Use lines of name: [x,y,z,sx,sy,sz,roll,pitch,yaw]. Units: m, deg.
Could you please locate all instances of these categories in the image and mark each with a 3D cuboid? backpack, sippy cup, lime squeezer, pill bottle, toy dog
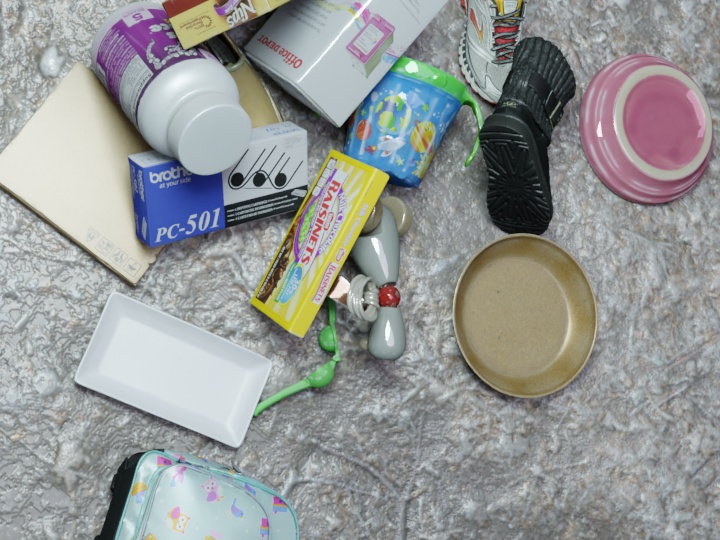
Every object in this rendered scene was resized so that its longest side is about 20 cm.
backpack: [-0.163,0.288,1.188,0.199,0.153,0.177,22,72,-23]
sippy cup: [0.042,-0.170,1.326,0.139,0.177,0.131,19,88,-53]
lime squeezer: [-0.054,0.090,1.314,0.070,0.038,0.201,22,76,16]
pill bottle: [-0.194,-0.188,1.183,0.112,0.113,0.200,-26,51,-20]
toy dog: [0.000,0.000,1.303,0.132,0.096,0.201,43,46,-44]

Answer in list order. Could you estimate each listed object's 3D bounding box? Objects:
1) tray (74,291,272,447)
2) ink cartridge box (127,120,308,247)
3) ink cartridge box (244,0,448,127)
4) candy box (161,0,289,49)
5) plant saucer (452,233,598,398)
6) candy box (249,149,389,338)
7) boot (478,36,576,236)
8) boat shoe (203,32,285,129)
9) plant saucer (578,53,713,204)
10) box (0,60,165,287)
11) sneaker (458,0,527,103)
tray: [-0.205,0.111,1.257,0.199,0.022,0.108,25,76,-15]
ink cartridge box: [-0.152,-0.097,1.251,0.199,0.044,0.095,-17,121,-29]
ink cartridge box: [-0.017,-0.276,1.269,0.200,0.144,0.085,-48,129,0]
candy box: [-0.104,-0.299,1.182,0.057,0.116,0.200,65,31,-15]
plant saucer: [0.198,0.056,1.401,0.199,0.035,0.202,3,83,-20]
candy box: [-0.047,-0.033,1.261,0.026,0.102,0.201,27,91,-38]
boot: [0.209,-0.158,1.376,0.079,0.212,0.158,11,54,21]
boat shoe: [-0.149,-0.218,1.284,0.072,0.076,0.200,-43,100,-20]
plant saucer: [0.384,-0.189,1.487,0.199,0.051,0.202,2,83,-20]
box: [-0.281,-0.106,1.253,0.200,0.021,0.164,38,73,-12]
sneaker: [0.164,-0.304,1.403,0.077,0.082,0.201,-9,89,-22]
